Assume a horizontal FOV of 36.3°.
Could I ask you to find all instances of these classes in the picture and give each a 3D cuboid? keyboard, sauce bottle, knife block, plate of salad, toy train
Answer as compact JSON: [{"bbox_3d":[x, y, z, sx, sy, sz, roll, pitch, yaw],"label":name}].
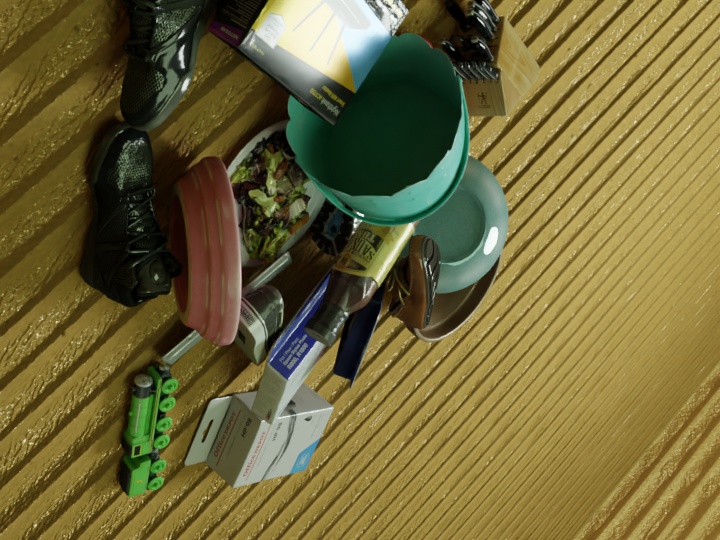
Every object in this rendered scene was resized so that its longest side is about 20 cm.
[{"bbox_3d":[-0.162,0.047,1.348,0.200,0.011,0.056,-40,177,-6],"label":"keyboard"},{"bbox_3d":[0.000,0.000,1.354,0.201,0.066,0.066,-59,151,-17],"label":"sauce bottle"},{"bbox_3d":[0.170,-0.302,1.454,0.200,0.063,0.177,-48,135,-49],"label":"knife block"},{"bbox_3d":[-0.097,-0.087,1.320,0.199,0.048,0.201,-33,143,-30],"label":"plate of salad"},{"bbox_3d":[-0.268,0.201,1.369,0.056,0.042,0.201,-12,129,-35],"label":"toy train"}]

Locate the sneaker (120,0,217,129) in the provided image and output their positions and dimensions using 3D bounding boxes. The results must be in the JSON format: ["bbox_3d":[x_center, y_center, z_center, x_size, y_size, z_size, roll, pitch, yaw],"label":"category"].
[{"bbox_3d":[-0.197,-0.233,1.012,0.114,0.076,0.201,11,107,-54],"label":"sneaker"}]

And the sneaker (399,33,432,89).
[{"bbox_3d":[0.081,-0.218,1.417,0.085,0.077,0.201,-49,150,-23],"label":"sneaker"}]

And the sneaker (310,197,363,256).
[{"bbox_3d":[0.006,-0.114,1.427,0.090,0.078,0.201,-17,141,-58],"label":"sneaker"}]

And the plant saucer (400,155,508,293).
[{"bbox_3d":[0.116,-0.066,1.515,0.199,0.039,0.203,-2,98,-13],"label":"plant saucer"}]

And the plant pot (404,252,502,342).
[{"bbox_3d":[0.116,-0.001,1.647,0.200,0.092,0.202,-35,143,-31],"label":"plant pot"}]

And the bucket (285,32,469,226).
[{"bbox_3d":[0.029,-0.157,1.256,0.208,0.207,0.135,-54,161,-2],"label":"bucket"}]

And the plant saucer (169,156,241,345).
[{"bbox_3d":[-0.170,-0.019,1.170,0.050,0.201,0.202,-5,129,-17],"label":"plant saucer"}]

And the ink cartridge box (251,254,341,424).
[{"bbox_3d":[-0.062,0.083,1.428,0.197,0.043,0.200,-53,174,-31],"label":"ink cartridge box"}]

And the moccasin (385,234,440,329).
[{"bbox_3d":[0.064,0.012,1.458,0.202,0.077,0.074,91,12,-69],"label":"moccasin"}]

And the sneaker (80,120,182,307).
[{"bbox_3d":[-0.226,-0.048,1.122,0.076,0.114,0.201,-17,130,-47],"label":"sneaker"}]

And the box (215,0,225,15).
[{"bbox_3d":[-0.050,-0.314,1.143,0.199,0.079,0.142,-25,136,-40],"label":"box"}]

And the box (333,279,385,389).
[{"bbox_3d":[0.001,0.067,1.508,0.200,0.032,0.122,-81,-169,-69],"label":"box"}]

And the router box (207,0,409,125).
[{"bbox_3d":[-0.045,-0.250,1.086,0.150,0.051,0.200,-57,151,3],"label":"router box"}]

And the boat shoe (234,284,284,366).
[{"bbox_3d":[-0.122,0.066,1.347,0.064,0.071,0.200,-38,175,-15],"label":"boat shoe"}]

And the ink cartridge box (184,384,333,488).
[{"bbox_3d":[-0.140,0.233,1.542,0.199,0.067,0.117,-2,122,-53],"label":"ink cartridge box"}]
